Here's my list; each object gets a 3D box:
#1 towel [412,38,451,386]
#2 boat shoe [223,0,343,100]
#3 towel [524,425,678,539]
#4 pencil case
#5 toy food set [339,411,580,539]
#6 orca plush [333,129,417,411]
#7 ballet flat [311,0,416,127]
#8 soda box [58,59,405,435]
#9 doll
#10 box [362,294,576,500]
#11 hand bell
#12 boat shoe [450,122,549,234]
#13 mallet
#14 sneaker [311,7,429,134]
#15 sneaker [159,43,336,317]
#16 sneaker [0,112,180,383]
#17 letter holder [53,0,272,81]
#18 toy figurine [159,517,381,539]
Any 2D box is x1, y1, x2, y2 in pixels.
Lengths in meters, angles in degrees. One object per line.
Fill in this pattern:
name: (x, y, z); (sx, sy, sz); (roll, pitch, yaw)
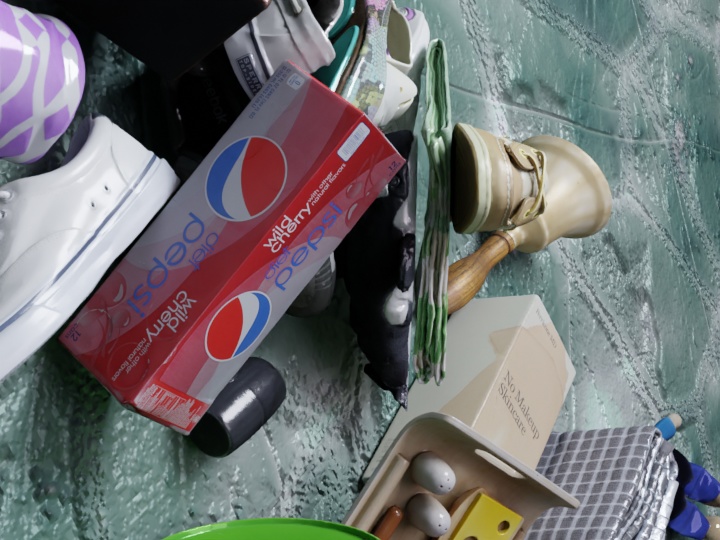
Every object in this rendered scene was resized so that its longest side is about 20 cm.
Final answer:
towel: (0.050, -0.041, 0.863); (0.153, 0.023, 0.200); (-85, 175, -58)
boat shoe: (-0.044, -0.169, 0.767); (0.200, 0.066, 0.072); (-91, 155, -62)
towel: (0.146, 0.203, 0.939); (0.086, 0.165, 0.200); (53, 45, -26)
pencil case: (-0.222, -0.109, 0.569); (0.200, 0.084, 0.086); (14, 38, -54)
toy food set: (0.049, 0.208, 0.818); (0.143, 0.060, 0.200); (35, 88, -31)
orca plush: (0.000, 0.000, 0.830); (0.105, 0.071, 0.200); (-87, 178, -47)
ballet flat: (0.003, -0.141, 0.807); (0.071, 0.069, 0.200); (27, 47, -23)
soda box: (-0.070, -0.012, 0.674); (0.200, 0.070, 0.063); (-51, 149, -1)
doll: (0.313, 0.213, 1.257); (0.200, 0.048, 0.137); (31, 69, -39)
box: (0.089, 0.117, 0.947); (0.095, 0.078, 0.200); (59, 43, -29)
hand bell: (0.114, -0.018, 1.017); (0.200, 0.104, 0.104); (-42, 118, -34)
boat shoe: (0.093, -0.061, 0.821); (0.200, 0.066, 0.074); (-70, 160, -84)
mallet: (-0.102, 0.012, 0.747); (0.066, 0.041, 0.200); (-31, 105, -50)
sneaker: (0.004, -0.099, 0.886); (0.100, 0.075, 0.200); (49, 56, -46)
sneaker: (-0.074, -0.054, 0.748); (0.091, 0.066, 0.200); (-67, 137, -71)
sneaker: (-0.174, -0.005, 0.637); (0.071, 0.073, 0.200); (42, 47, -12)
letter holder: (-0.133, -0.225, 0.646); (0.200, 0.101, 0.142); (34, 55, -26)
toy figurine: (-0.075, 0.255, 0.684); (0.200, 0.150, 0.184); (-5, 98, -32)
